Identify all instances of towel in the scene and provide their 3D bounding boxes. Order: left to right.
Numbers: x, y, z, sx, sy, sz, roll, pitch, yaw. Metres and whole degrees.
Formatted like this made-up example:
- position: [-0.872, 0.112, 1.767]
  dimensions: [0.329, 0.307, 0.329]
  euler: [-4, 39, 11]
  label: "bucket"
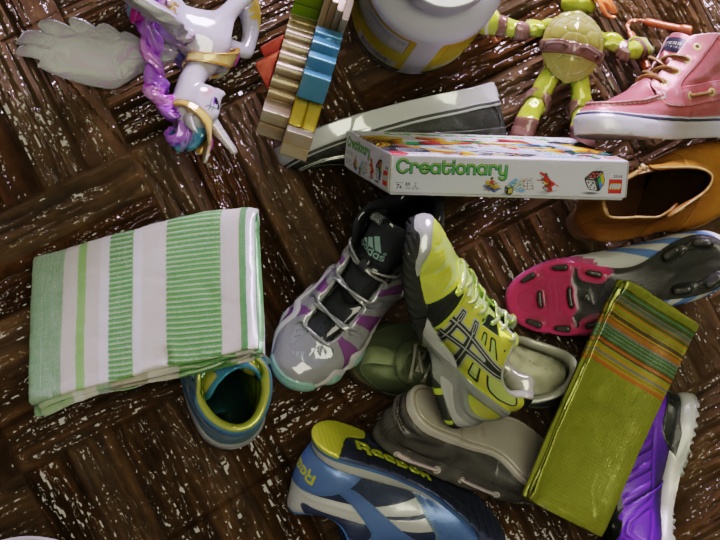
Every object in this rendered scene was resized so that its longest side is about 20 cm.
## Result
- position: [-0.171, 0.029, 1.545]
  dimensions: [0.200, 0.023, 0.153]
  euler: [-15, 55, 16]
  label: "towel"
- position: [0.208, 0.113, 1.607]
  dimensions: [0.086, 0.018, 0.200]
  euler: [28, 81, -19]
  label: "towel"

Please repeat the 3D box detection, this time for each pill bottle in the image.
- position: [0.056, -0.232, 1.596]
  dimensions: [0.112, 0.200, 0.112]
  euler: [1, 85, -7]
  label: "pill bottle"

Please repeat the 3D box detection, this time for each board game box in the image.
- position: [0.100, -0.085, 1.571]
  dimensions: [0.200, 0.126, 0.035]
  euler: [1, 102, -17]
  label: "board game box"

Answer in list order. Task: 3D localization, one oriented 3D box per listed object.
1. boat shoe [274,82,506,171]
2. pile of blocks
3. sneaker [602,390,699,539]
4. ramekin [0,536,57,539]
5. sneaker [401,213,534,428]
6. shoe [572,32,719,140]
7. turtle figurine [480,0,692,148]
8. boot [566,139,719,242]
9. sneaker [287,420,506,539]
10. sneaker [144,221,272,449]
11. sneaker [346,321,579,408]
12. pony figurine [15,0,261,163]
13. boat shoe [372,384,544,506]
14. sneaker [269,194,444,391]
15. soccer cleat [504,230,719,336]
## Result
- position: [0.029, -0.107, 1.645]
  dimensions: [0.200, 0.071, 0.064]
  euler: [-15, 91, -10]
  label: "boat shoe"
- position: [-0.047, -0.190, 1.586]
  dimensions: [0.062, 0.082, 0.200]
  euler: [16, 68, -5]
  label: "pile of blocks"
- position: [0.216, 0.187, 1.652]
  dimensions: [0.099, 0.070, 0.200]
  euler: [18, 72, -11]
  label: "sneaker"
- position: [-0.243, 0.312, 1.497]
  dimensions: [0.200, 0.105, 0.200]
  euler: [-6, 69, 18]
  label: "ramekin"
- position: [0.082, 0.034, 1.528]
  dimensions: [0.076, 0.075, 0.200]
  euler: [-11, 127, 14]
  label: "sneaker"
- position: [0.256, -0.157, 1.656]
  dimensions: [0.200, 0.071, 0.091]
  euler: [-4, 95, -39]
  label: "shoe"
- position: [0.190, -0.178, 1.688]
  dimensions: [0.200, 0.064, 0.161]
  euler: [11, 82, -10]
  label: "turtle figurine"
- position: [0.278, -0.070, 1.653]
  dimensions: [0.201, 0.144, 0.071]
  euler: [-20, 89, -13]
  label: "boot"
- position: [0.029, 0.197, 1.614]
  dimensions: [0.200, 0.074, 0.082]
  euler: [28, 107, -16]
  label: "sneaker"
- position: [-0.123, 0.046, 1.569]
  dimensions: [0.080, 0.131, 0.200]
  euler: [-25, 88, -12]
  label: "sneaker"
- position: [0.091, 0.076, 1.627]
  dimensions: [0.200, 0.090, 0.067]
  euler: [8, 80, -10]
  label: "sneaker"
- position: [-0.159, -0.205, 1.592]
  dimensions: [0.193, 0.167, 0.200]
  euler: [28, 63, -18]
  label: "pony figurine"
- position: [0.096, 0.154, 1.629]
  dimensions: [0.200, 0.057, 0.067]
  euler: [29, 41, -31]
  label: "boat shoe"
- position: [0.000, 0.000, 1.575]
  dimensions: [0.078, 0.140, 0.200]
  euler: [35, 64, 10]
  label: "sneaker"
- position: [0.226, 0.013, 1.678]
  dimensions: [0.200, 0.086, 0.070]
  euler: [-12, 89, 12]
  label: "soccer cleat"
